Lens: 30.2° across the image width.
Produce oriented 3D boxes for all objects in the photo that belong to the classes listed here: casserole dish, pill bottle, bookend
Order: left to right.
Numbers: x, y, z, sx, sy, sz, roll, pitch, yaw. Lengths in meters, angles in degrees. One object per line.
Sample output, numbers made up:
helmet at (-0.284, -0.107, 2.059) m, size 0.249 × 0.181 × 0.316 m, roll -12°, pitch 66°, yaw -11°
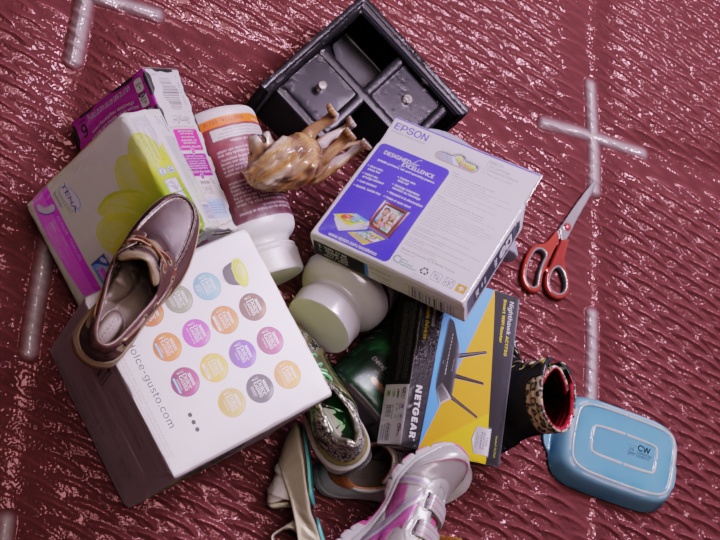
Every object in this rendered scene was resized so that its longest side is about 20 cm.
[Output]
pill bottle at (-0.144, -0.078, 1.541) m, size 0.113 × 0.114 × 0.202 m, roll -16°, pitch 79°, yaw -27°
bookend at (-0.007, -0.198, 1.651) m, size 0.199 × 0.092 × 0.200 m, roll 47°, pitch 62°, yaw -3°
pill bottle at (0.000, 0.000, 1.563) m, size 0.112 × 0.112 × 0.200 m, roll 42°, pitch 53°, yaw -5°
casserole dish at (0.324, 0.229, 1.681) m, size 0.198 × 0.039 × 0.122 m, roll 21°, pitch 66°, yaw -16°

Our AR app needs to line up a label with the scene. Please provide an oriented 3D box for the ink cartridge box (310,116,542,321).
ink cartridge box at (0.077, -0.063, 1.506) m, size 0.197 × 0.044 × 0.201 m, roll 25°, pitch 60°, yaw 19°

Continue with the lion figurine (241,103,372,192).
lion figurine at (-0.056, -0.127, 1.520) m, size 0.122 × 0.200 × 0.073 m, roll -40°, pitch 74°, yaw 9°

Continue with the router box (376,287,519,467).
router box at (0.103, 0.113, 1.527) m, size 0.148 × 0.051 × 0.202 m, roll 16°, pitch 76°, yaw -34°

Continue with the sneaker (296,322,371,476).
sneaker at (-0.046, 0.125, 1.464) m, size 0.077 × 0.089 × 0.201 m, roll -30°, pitch 76°, yaw -20°

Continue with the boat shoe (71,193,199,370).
boat shoe at (-0.209, 0.001, 1.284) m, size 0.072 × 0.072 × 0.201 m, roll 34°, pitch 61°, yaw -6°

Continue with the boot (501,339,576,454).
boot at (0.194, 0.113, 1.594) m, size 0.073 × 0.153 × 0.206 m, roll 12°, pitch 70°, yaw -28°

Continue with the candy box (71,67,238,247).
candy box at (-0.234, -0.107, 1.494) m, size 0.061 × 0.136 × 0.202 m, roll -10°, pitch 75°, yaw -54°

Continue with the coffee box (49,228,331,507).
coffee box at (-0.184, 0.106, 1.412) m, size 0.197 × 0.200 × 0.201 m, roll -25°, pitch 83°, yaw -29°

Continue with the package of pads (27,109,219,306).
package of pads at (-0.259, -0.063, 1.437) m, size 0.068 × 0.199 × 0.155 m, roll -16°, pitch 75°, yaw -56°

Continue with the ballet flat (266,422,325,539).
ballet flat at (-0.072, 0.273, 1.486) m, size 0.069 × 0.069 × 0.202 m, roll -7°, pitch 76°, yaw -25°

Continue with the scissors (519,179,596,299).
scissors at (0.263, -0.052, 1.762) m, size 0.073 × 0.014 × 0.202 m, roll 25°, pitch 66°, yaw -12°

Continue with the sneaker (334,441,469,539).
sneaker at (0.058, 0.278, 1.448) m, size 0.200 × 0.088 × 0.081 m, roll -50°, pitch 135°, yaw -8°

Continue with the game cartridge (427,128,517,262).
game cartridge at (0.128, -0.096, 1.644) m, size 0.199 × 0.040 × 0.135 m, roll 24°, pitch 47°, yaw -52°

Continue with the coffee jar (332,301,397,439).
coffee jar at (0.052, 0.098, 1.581) m, size 0.104 × 0.085 × 0.200 m, roll 47°, pitch 61°, yaw -5°

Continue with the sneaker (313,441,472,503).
sneaker at (0.051, 0.236, 1.536) m, size 0.198 × 0.085 × 0.074 m, roll 2°, pitch 70°, yaw -24°

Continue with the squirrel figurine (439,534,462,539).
squirrel figurine at (0.107, 0.372, 1.464) m, size 0.186 × 0.142 × 0.201 m, roll -37°, pitch 59°, yaw 2°
